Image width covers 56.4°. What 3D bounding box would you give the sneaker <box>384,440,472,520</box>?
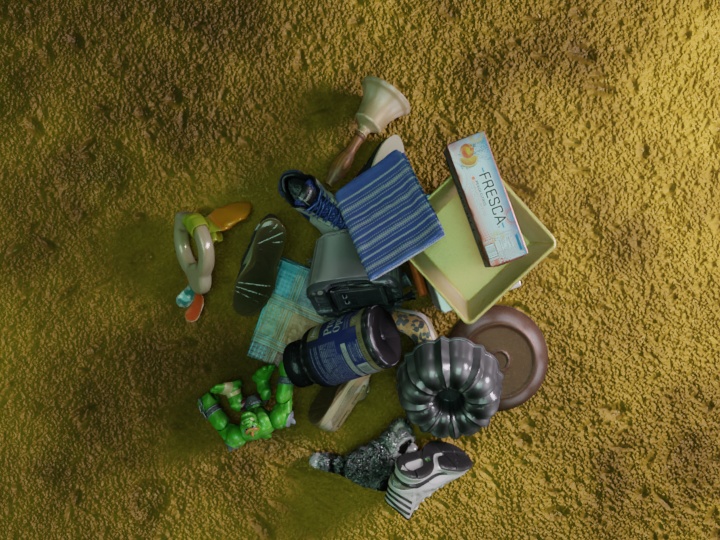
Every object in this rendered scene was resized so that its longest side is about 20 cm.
[{"bbox_3d":[0.114,0.382,1.224,0.076,0.199,0.116,43,118,39],"label":"sneaker"}]

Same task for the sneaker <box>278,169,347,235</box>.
[{"bbox_3d":[-0.075,-0.114,1.224,0.199,0.115,0.081,36,94,0],"label":"sneaker"}]

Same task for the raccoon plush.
[{"bbox_3d":[0.010,0.325,1.250,0.198,0.097,0.136,13,84,2],"label":"raccoon plush"}]

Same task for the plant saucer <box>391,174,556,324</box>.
[{"bbox_3d":[0.182,-0.050,1.103,0.200,0.048,0.200,-42,88,2],"label":"plant saucer"}]

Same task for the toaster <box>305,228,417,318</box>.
[{"bbox_3d":[0.000,0.000,1.198,0.197,0.114,0.130,-7,56,12],"label":"toaster"}]

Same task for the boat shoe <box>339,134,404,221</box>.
[{"bbox_3d":[0.022,-0.168,1.216,0.074,0.063,0.203,49,54,-37],"label":"boat shoe"}]

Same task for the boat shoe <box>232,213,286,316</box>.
[{"bbox_3d":[-0.187,-0.011,1.258,0.071,0.066,0.203,16,112,-13],"label":"boat shoe"}]

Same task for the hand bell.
[{"bbox_3d":[-0.005,-0.235,1.205,0.104,0.104,0.201,33,82,1],"label":"hand bell"}]

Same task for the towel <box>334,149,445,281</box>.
[{"bbox_3d":[0.041,-0.096,1.094,0.144,0.024,0.201,-32,52,12],"label":"towel"}]

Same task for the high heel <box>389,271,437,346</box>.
[{"bbox_3d":[0.063,0.120,1.252,0.141,0.071,0.202,-26,86,8],"label":"high heel"}]

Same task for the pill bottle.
[{"bbox_3d":[-0.036,0.142,1.189,0.198,0.112,0.113,-22,91,28],"label":"pill bottle"}]

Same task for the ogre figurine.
[{"bbox_3d":[-0.199,0.255,1.254,0.198,0.098,0.121,-19,74,-11],"label":"ogre figurine"}]

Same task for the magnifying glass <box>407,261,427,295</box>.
[{"bbox_3d":[0.088,-0.050,1.246,0.022,0.080,0.202,-16,101,-1],"label":"magnifying glass"}]

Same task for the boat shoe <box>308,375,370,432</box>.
[{"bbox_3d":[-0.018,0.212,1.262,0.064,0.071,0.201,36,92,-34],"label":"boat shoe"}]

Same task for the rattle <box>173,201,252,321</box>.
[{"bbox_3d":[-0.280,-0.019,1.278,0.129,0.142,0.203,5,110,34],"label":"rattle"}]

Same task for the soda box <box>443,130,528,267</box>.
[{"bbox_3d":[0.193,-0.107,1.044,0.063,0.068,0.202,-19,90,2],"label":"soda box"}]

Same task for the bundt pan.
[{"bbox_3d":[0.159,0.223,1.204,0.199,0.076,0.204,3,119,5],"label":"bundt pan"}]

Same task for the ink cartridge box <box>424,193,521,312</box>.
[{"bbox_3d":[0.175,-0.044,1.200,0.146,0.145,0.202,-18,90,2],"label":"ink cartridge box"}]

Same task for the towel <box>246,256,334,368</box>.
[{"bbox_3d":[-0.119,0.093,1.279,0.145,0.022,0.202,21,93,2],"label":"towel"}]

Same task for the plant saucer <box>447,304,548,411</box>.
[{"bbox_3d":[0.256,0.167,1.259,0.198,0.037,0.203,0,92,1],"label":"plant saucer"}]
